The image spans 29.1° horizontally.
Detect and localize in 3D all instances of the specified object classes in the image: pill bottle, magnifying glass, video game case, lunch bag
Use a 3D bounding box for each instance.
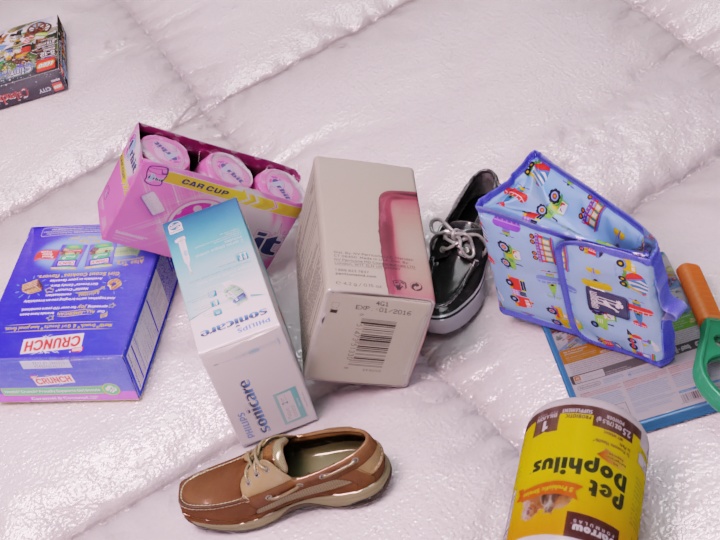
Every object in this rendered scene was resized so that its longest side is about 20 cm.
[{"bbox_3d":[0.176,0.212,1.155,0.109,0.109,0.200,1,47,19],"label":"pill bottle"},{"bbox_3d":[0.333,0.065,1.295,0.079,0.022,0.200,9,41,-15],"label":"magnifying glass"},{"bbox_3d":[0.258,0.072,1.336,0.143,0.018,0.200,-17,44,2],"label":"video game case"},{"bbox_3d":[0.220,0.000,1.297,0.200,0.151,0.094,28,60,38],"label":"lunch bag"}]

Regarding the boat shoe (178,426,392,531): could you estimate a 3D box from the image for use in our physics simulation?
[{"bbox_3d":[-0.074,0.183,1.288,0.199,0.074,0.076,-13,43,4],"label":"boat shoe"}]

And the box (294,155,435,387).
[{"bbox_3d":[0.000,0.000,1.391,0.109,0.128,0.200,6,43,-11],"label":"box"}]

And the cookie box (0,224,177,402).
[{"bbox_3d":[-0.300,0.043,1.500,0.171,0.075,0.200,-2,45,14],"label":"cookie box"}]

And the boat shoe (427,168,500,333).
[{"bbox_3d":[0.106,-0.025,1.443,0.073,0.068,0.200,12,51,28],"label":"boat shoe"}]

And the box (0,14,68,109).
[{"bbox_3d":[-0.504,-0.274,1.911,0.199,0.038,0.137,-17,43,1],"label":"box"}]

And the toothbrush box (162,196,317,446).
[{"bbox_3d":[-0.121,0.050,1.386,0.085,0.147,0.200,-20,43,-2],"label":"toothbrush box"}]

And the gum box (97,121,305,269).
[{"bbox_3d":[-0.165,-0.070,1.480,0.200,0.114,0.066,15,36,-28],"label":"gum box"}]
